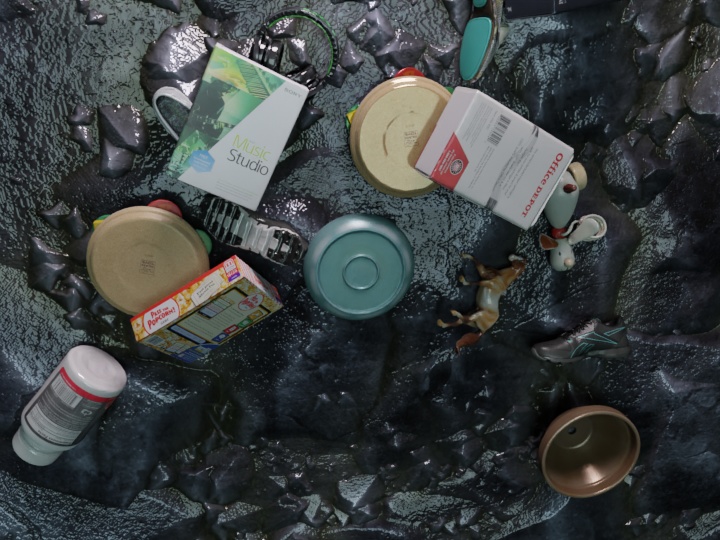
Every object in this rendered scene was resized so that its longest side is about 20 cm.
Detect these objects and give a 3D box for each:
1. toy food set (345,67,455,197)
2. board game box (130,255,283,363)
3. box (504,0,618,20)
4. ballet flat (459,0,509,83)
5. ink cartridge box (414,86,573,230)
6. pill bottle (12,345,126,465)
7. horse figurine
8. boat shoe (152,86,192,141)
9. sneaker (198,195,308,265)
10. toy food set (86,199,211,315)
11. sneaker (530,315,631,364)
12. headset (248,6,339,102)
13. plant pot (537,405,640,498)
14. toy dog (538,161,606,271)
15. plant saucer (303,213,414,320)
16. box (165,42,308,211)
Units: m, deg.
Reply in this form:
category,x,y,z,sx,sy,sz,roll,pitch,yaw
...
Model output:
category,x,y,z,sx,sy,sz,roll,pitch,yaw
toy food set,0.079,-0.218,0.987,0.199,0.049,0.199,-24,111,2
board game box,-0.246,0.070,1.004,0.199,0.046,0.152,-31,153,4
box,0.301,-0.476,0.864,0.181,0.104,0.201,-20,113,-21
ballet flat,0.201,-0.392,0.933,0.072,0.072,0.201,0,111,-8
ink cartridge box,0.209,-0.174,0.957,0.199,0.083,0.147,24,102,-23
pill bottle,-0.502,0.235,1.041,0.111,0.111,0.200,38,101,-18
horse figurine,0.216,0.054,1.098,0.132,0.050,0.201,11,101,-29
boat shoe,-0.244,-0.194,0.940,0.070,0.072,0.201,-40,110,8
sneaker,-0.171,-0.063,1.000,0.199,0.090,0.067,25,97,11
toy food set,-0.342,-0.015,0.995,0.199,0.049,0.199,-5,113,-4
sneaker,0.416,0.131,1.158,0.199,0.075,0.080,-5,97,-13
headset,-0.117,-0.291,0.909,0.123,0.094,0.200,34,119,-17
plant pot,0.441,0.343,1.218,0.200,0.093,0.202,-3,111,-8
toy dog,0.354,-0.091,1.045,0.132,0.096,0.200,-33,111,6
plant saucer,0.000,0.000,1.069,0.199,0.027,0.201,-3,111,-7
box,-0.180,-0.204,0.889,0.144,0.036,0.201,21,107,-20
